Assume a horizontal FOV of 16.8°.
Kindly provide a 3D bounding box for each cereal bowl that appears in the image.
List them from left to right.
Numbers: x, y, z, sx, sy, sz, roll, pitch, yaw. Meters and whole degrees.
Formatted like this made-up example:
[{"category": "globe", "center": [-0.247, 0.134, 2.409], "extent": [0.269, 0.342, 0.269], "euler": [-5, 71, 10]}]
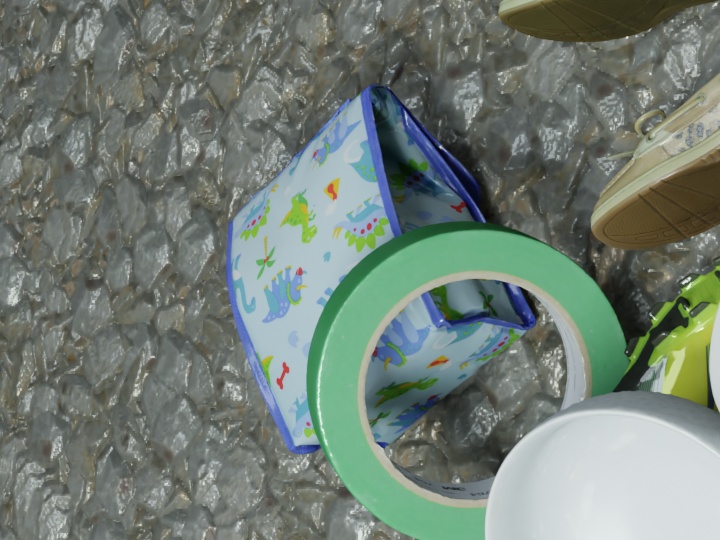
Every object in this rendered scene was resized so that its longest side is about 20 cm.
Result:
[{"category": "cereal bowl", "center": [0.177, 0.158, 1.408], "extent": [0.200, 0.083, 0.201], "euler": [14, 115, 32]}]

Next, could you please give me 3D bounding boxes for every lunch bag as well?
[{"category": "lunch bag", "center": [0.000, 0.000, 1.662], "extent": [0.170, 0.127, 0.200], "euler": [-42, 63, 32]}]

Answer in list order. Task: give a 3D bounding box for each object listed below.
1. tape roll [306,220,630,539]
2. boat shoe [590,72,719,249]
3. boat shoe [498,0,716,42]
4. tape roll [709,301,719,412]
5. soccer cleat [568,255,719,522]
[{"category": "tape roll", "center": [0.067, 0.071, 1.525], "extent": [0.048, 0.200, 0.201], "euler": [-141, 69, -77]}, {"category": "boat shoe", "center": [0.223, -0.083, 1.498], "extent": [0.200, 0.073, 0.063], "euler": [-34, 51, 23]}, {"category": "boat shoe", "center": [0.178, -0.200, 1.569], "extent": [0.200, 0.073, 0.063], "euler": [-16, 62, 40]}, {"category": "tape roll", "center": [0.303, 0.041, 1.282], "extent": [0.139, 0.202, 0.203], "euler": [38, 108, 44]}, {"category": "soccer cleat", "center": [0.197, 0.076, 1.492], "extent": [0.200, 0.084, 0.065], "euler": [-52, 13, 3]}]
